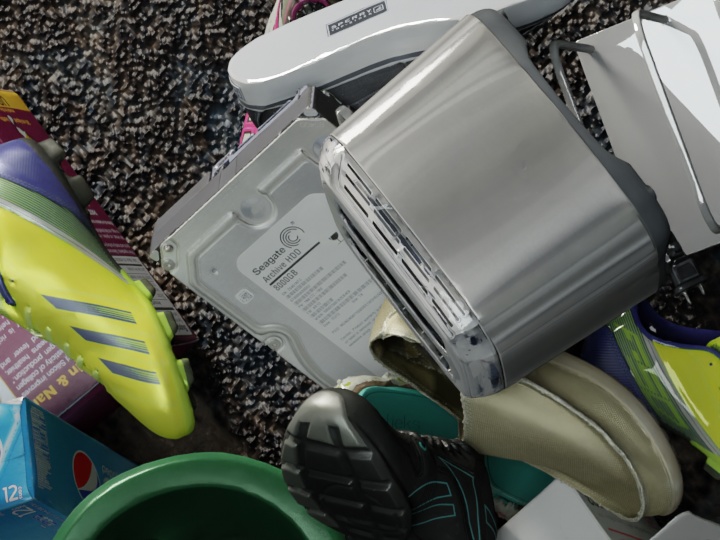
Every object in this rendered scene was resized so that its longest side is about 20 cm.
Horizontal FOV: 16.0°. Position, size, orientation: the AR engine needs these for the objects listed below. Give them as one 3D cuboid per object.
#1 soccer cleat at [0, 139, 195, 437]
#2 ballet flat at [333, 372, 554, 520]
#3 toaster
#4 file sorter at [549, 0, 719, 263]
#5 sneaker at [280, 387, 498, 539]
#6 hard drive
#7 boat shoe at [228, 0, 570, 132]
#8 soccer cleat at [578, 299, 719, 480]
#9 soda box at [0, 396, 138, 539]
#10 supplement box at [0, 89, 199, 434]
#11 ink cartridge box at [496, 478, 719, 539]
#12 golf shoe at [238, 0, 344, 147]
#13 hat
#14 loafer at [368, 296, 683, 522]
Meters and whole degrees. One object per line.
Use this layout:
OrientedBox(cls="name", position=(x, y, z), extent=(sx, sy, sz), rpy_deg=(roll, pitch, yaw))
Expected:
OrientedBox(cls="soccer cleat", position=(-0.163, 0.018, 1.434), extent=(0.084, 0.065, 0.200), rpy_deg=(-29, 74, -18))
OrientedBox(cls="ballet flat", position=(0.049, 0.100, 1.459), extent=(0.064, 0.200, 0.076), rpy_deg=(-17, 59, 50))
OrientedBox(cls="toaster", position=(0.069, -0.025, 1.320), extent=(0.129, 0.114, 0.200), rpy_deg=(-35, 70, -6))
OrientedBox(cls="file sorter", position=(0.222, -0.099, 1.404), extent=(0.200, 0.125, 0.139), rpy_deg=(-21, 87, 16))
OrientedBox(cls="sneaker", position=(0.019, 0.112, 1.341), extent=(0.075, 0.200, 0.079), rpy_deg=(11, 59, 31))
OrientedBox(cls="hard drive", position=(0.000, 0.000, 1.442), extent=(0.200, 0.038, 0.140), rpy_deg=(39, 118, -22))
OrientedBox(cls="boat shoe", position=(0.030, -0.118, 1.416), extent=(0.200, 0.072, 0.068), rpy_deg=(-21, 124, 9))
OrientedBox(cls="soccer cleat", position=(0.217, 0.077, 1.444), extent=(0.200, 0.065, 0.084), rpy_deg=(31, 98, 13))
OrientedBox(cls="soda box", position=(-0.172, 0.139, 1.488), extent=(0.068, 0.200, 0.064), rpy_deg=(-18, 63, 17))
OrientedBox(cls="supplement box", position=(-0.214, 0.004, 1.548), extent=(0.131, 0.103, 0.200), rpy_deg=(-38, 81, 11))
OrientedBox(cls="ink cartridge box", position=(0.113, 0.184, 1.447), extent=(0.200, 0.115, 0.068), rpy_deg=(-42, 59, 13))
OrientedBox(cls="golf shoe", position=(-0.029, -0.101, 1.512), extent=(0.072, 0.092, 0.200), rpy_deg=(12, 116, -13))
OrientedBox(cls="hat", position=(-0.082, 0.182, 1.446), extent=(0.200, 0.176, 0.166), rpy_deg=(-17, 87, -6))
OrientedBox(cls="loafer", position=(0.083, 0.074, 1.372), extent=(0.200, 0.076, 0.068), rpy_deg=(37, 62, 21))
